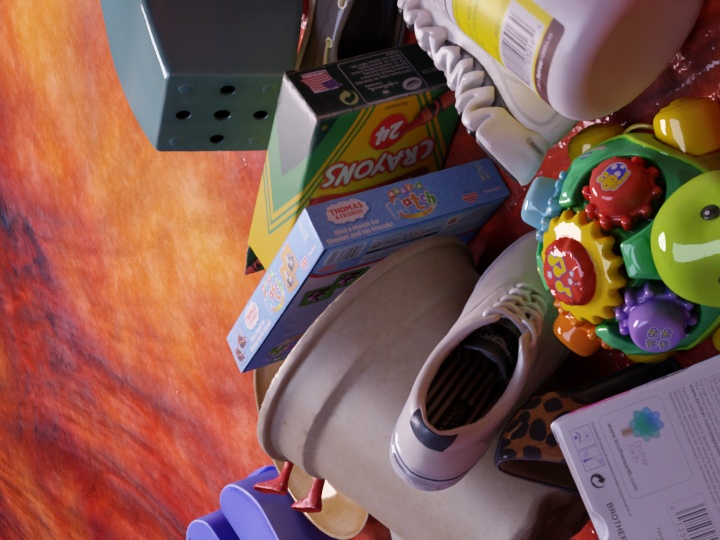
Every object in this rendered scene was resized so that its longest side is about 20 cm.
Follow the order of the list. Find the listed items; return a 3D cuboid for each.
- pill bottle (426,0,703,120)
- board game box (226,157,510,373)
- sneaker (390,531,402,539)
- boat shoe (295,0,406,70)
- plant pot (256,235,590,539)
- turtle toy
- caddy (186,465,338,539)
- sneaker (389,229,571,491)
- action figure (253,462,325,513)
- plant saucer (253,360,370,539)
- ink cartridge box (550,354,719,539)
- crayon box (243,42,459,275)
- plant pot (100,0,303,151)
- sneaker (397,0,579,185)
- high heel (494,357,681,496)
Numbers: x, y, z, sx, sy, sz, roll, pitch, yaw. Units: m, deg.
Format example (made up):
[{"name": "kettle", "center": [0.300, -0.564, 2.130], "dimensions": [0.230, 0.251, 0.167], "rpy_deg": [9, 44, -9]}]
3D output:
[{"name": "pill bottle", "center": [0.084, -0.180, 0.730], "dimensions": [0.200, 0.109, 0.110], "rpy_deg": [46, 142, 26]}, {"name": "board game box", "center": [0.000, 0.000, 0.953], "dimensions": [0.037, 0.151, 0.200], "rpy_deg": [62, 149, 18]}, {"name": "sneaker", "center": [0.026, 0.159, 1.072], "dimensions": [0.074, 0.079, 0.201], "rpy_deg": [17, 122, 54]}, {"name": "boat shoe", "center": [-0.004, -0.152, 0.958], "dimensions": [0.060, 0.072, 0.203], "rpy_deg": [45, 138, 46]}, {"name": "plant pot", "center": [0.065, 0.111, 0.888], "dimensions": [0.183, 0.200, 0.201], "rpy_deg": [43, 141, 25]}, {"name": "turtle toy", "center": [0.160, -0.014, 0.720], "dimensions": [0.200, 0.101, 0.147], "rpy_deg": [-12, 95, 61]}, {"name": "caddy", "center": [-0.078, 0.288, 1.299], "dimensions": [0.141, 0.105, 0.200], "rpy_deg": [-47, 62, 33]}, {"name": "sneaker", "center": [0.088, 0.044, 0.795], "dimensions": [0.073, 0.200, 0.071], "rpy_deg": [31, 149, 5]}, {"name": "action figure", "center": [-0.049, 0.091, 1.089], "dimensions": [0.099, 0.065, 0.201], "rpy_deg": [-6, 58, 47]}, {"name": "plant saucer", "center": [-0.033, 0.142, 1.206], "dimensions": [0.200, 0.035, 0.201], "rpy_deg": [35, 134, 47]}, {"name": "ink cartridge box", "center": [0.212, 0.096, 0.678], "dimensions": [0.199, 0.042, 0.120], "rpy_deg": [-25, 83, 21]}, {"name": "crayon box", "center": [-0.007, -0.064, 0.957], "dimensions": [0.051, 0.126, 0.200], "rpy_deg": [54, 147, 29]}, {"name": "plant pot", "center": [-0.116, -0.194, 0.986], "dimensions": [0.141, 0.141, 0.201], "rpy_deg": [114, 150, -55]}, {"name": "sneaker", "center": [0.084, -0.140, 0.826], "dimensions": [0.081, 0.075, 0.200], "rpy_deg": [-39, 47, 15]}, {"name": "high heel", "center": [0.173, 0.139, 0.740], "dimensions": [0.200, 0.142, 0.072], "rpy_deg": [50, 145, 34]}]
